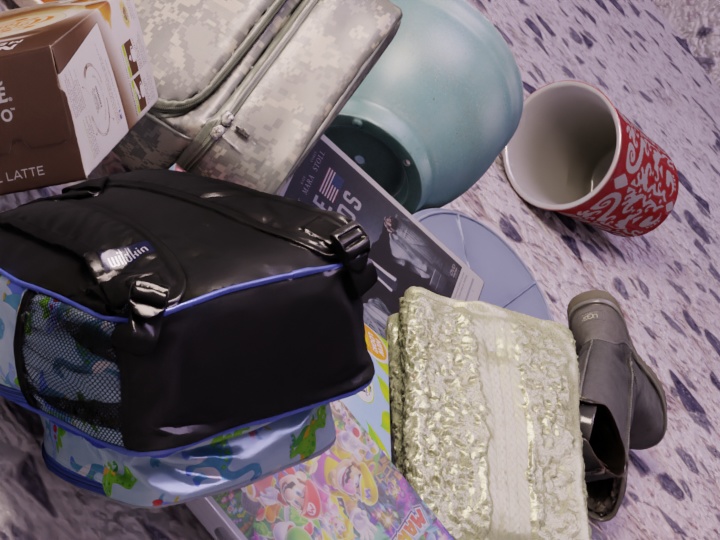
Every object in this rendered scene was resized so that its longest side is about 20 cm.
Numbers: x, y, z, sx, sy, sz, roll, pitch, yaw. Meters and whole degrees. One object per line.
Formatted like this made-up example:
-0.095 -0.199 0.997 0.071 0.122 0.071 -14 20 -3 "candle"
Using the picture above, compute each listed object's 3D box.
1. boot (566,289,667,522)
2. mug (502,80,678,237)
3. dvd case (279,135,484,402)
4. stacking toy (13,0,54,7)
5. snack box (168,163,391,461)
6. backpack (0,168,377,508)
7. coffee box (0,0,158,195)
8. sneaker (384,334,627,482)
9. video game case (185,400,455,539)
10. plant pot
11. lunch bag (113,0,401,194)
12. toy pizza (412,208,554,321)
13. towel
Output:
0.210 0.134 1.884 0.182 0.072 0.201 58 18 -30 "boot"
0.241 -0.125 2.391 0.200 0.133 0.178 22 33 -58 "mug"
0.000 0.000 1.681 0.200 0.025 0.151 42 44 -19 "dvd case"
-0.178 -0.277 1.657 0.146 0.200 0.146 41 19 -17 "stacking toy"
-0.070 0.048 1.450 0.200 0.068 0.169 42 21 -21 "snack box"
-0.112 0.034 1.215 0.182 0.148 0.199 -18 28 -40 "backpack"
-0.202 -0.107 1.359 0.200 0.113 0.080 -70 148 -72 "coffee box"
0.106 0.093 1.634 0.200 0.106 0.075 40 50 -37 "sneaker"
-0.021 0.146 1.331 0.200 0.018 0.143 51 39 -9 "video game case"
0.017 -0.119 1.829 0.200 0.200 0.135 42 46 -14 "plant pot"
-0.094 -0.143 1.558 0.167 0.201 0.139 37 -22 -4 "lunch bag"
0.085 0.047 1.788 0.199 0.032 0.202 27 49 -36 "toy pizza"
0.089 0.111 1.558 0.147 0.037 0.202 10 59 -19 "towel"
